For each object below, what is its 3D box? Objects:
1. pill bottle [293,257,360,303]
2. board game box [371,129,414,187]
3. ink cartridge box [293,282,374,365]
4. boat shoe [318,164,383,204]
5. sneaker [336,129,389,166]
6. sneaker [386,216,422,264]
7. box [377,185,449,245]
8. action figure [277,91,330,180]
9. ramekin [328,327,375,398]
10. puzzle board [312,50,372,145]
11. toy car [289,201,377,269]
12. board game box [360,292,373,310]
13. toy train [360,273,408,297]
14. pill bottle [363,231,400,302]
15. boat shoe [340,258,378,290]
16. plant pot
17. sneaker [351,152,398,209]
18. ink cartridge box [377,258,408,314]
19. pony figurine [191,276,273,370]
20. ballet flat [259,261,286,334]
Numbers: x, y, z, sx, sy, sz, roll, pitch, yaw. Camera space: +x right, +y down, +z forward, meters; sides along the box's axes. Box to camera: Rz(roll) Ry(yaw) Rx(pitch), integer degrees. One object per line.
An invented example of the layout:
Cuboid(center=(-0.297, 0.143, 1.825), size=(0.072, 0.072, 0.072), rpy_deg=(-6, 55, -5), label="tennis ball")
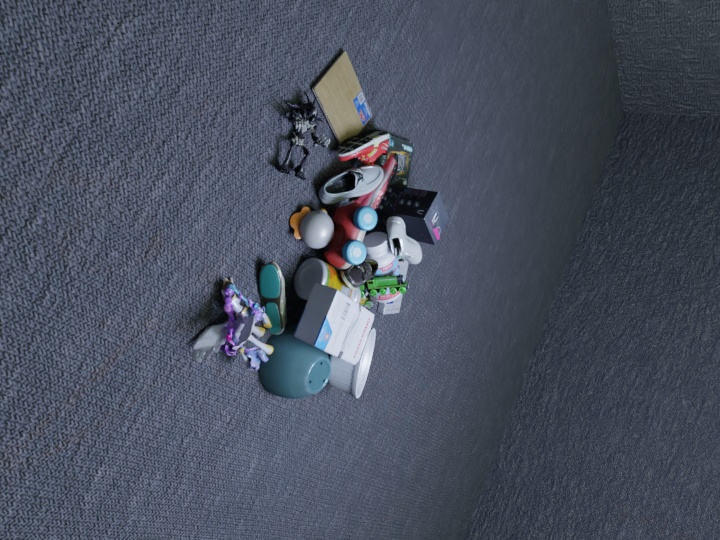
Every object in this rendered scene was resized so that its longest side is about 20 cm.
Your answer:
Cuboid(center=(-0.083, 0.049, 1.444), size=(0.199, 0.109, 0.114), rpy_deg=(29, 81, -52), label="pill bottle")
Cuboid(center=(0.090, -0.337, 1.588), size=(0.197, 0.028, 0.140), rpy_deg=(2, 101, -51), label="board game box")
Cuboid(center=(-0.063, 0.142, 1.350), size=(0.199, 0.083, 0.148), rpy_deg=(37, 73, -51), label="ink cartridge box")
Cuboid(center=(-0.018, -0.235, 1.398), size=(0.197, 0.071, 0.072), rpy_deg=(-26, 87, -17), label="boat shoe")
Cuboid(center=(0.015, -0.324, 1.433), size=(0.198, 0.076, 0.087), rpy_deg=(-29, 128, -39), label="sneaker")
Cuboid(center=(0.125, -0.065, 1.561), size=(0.201, 0.073, 0.091), rpy_deg=(50, 39, -43), label="sneaker")
Cuboid(center=(0.152, -0.171, 1.587), size=(0.108, 0.196, 0.123), rpy_deg=(-58, 139, -22), label="box")
Cuboid(center=(-0.132, -0.326, 1.257), size=(0.117, 0.101, 0.206), rpy_deg=(13, 94, -40), label="action figure")
Cuboid(center=(-0.026, 0.256, 1.520), size=(0.200, 0.095, 0.207), rpy_deg=(14, 89, -79), label="ramekin")
Cuboid(center=(-0.045, -0.446, 1.389), size=(0.152, 0.017, 0.202), rpy_deg=(-56, 140, -23), label="puzzle board")
Cuboid(center=(-0.087, -0.117, 1.372), size=(0.196, 0.183, 0.182), rpy_deg=(21, 85, -23), label="toy car")
Cuboid(center=(-0.034, 0.145, 1.615), size=(0.202, 0.023, 0.106), rpy_deg=(-53, 136, -25), label="board game box")
Cuboid(center=(0.047, 0.044, 1.559), size=(0.042, 0.193, 0.058), rpy_deg=(-76, 158, -64), label="toy train")
Cuboid(center=(0.063, -0.011, 1.609), size=(0.109, 0.107, 0.204), rpy_deg=(-42, 132, -33), label="pill bottle")
Cuboid(center=(0.000, 0.000, 1.455), size=(0.074, 0.064, 0.200), rpy_deg=(54, 19, -1), label="boat shoe")
Cuboid(center=(-0.156, 0.260, 1.411), size=(0.198, 0.132, 0.207), rpy_deg=(-23, 120, -45), label="plant pot")
Cuboid(center=(0.039, -0.251, 1.486), size=(0.204, 0.085, 0.074), rpy_deg=(-61, 175, 8), label="sneaker")
Cuboid(center=(0.111, 0.044, 1.750), size=(0.093, 0.036, 0.207), rpy_deg=(-1, 106, -51), label="ink cartridge box")
Cuboid(center=(-0.283, 0.141, 1.221), size=(0.197, 0.162, 0.202), rpy_deg=(-83, 152, -44), label="pony figurine")
Cuboid(center=(-0.220, 0.064, 1.333), size=(0.063, 0.065, 0.206), rpy_deg=(-58, 153, -64), label="ballet flat")
